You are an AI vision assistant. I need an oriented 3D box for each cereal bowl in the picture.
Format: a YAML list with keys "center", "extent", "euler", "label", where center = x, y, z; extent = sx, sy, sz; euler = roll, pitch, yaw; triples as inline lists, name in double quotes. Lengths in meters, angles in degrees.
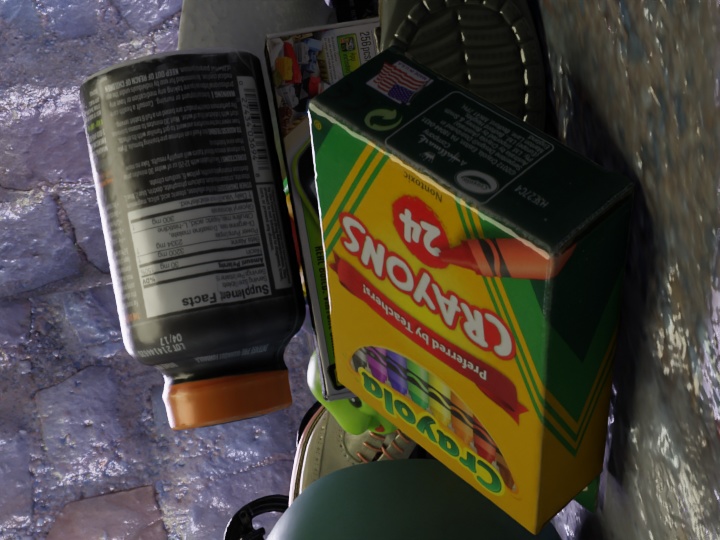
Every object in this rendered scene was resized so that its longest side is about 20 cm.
- center: [-0.061, -0.130, 0.944]
  extent: [0.200, 0.082, 0.202]
  euler: [4, -90, -84]
  label: "cereal bowl"

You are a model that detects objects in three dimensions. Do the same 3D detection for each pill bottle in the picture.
- center: [-0.090, -0.015, 0.795]
  extent: [0.106, 0.105, 0.202]
  euler: [152, 108, -85]
  label: "pill bottle"

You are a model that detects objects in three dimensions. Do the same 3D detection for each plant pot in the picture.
- center: [0.026, 0.189, 0.682]
  extent: [0.201, 0.198, 0.162]
  euler: [88, -177, -56]
  label: "plant pot"

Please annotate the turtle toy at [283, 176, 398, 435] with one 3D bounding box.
- center: [0.000, 0.000, 0.868]
  extent: [0.146, 0.100, 0.202]
  euler: [-44, 58, 61]
  label: "turtle toy"

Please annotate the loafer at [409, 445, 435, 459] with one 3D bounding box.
- center: [0.040, 0.120, 1.063]
  extent: [0.200, 0.062, 0.073]
  euler: [-110, 11, -64]
  label: "loafer"

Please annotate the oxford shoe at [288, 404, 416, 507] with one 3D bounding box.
- center: [0.008, 0.110, 0.977]
  extent: [0.202, 0.070, 0.074]
  euler: [-69, 18, -8]
  label: "oxford shoe"

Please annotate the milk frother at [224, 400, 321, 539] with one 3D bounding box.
- center: [-0.029, 0.241, 1.333]
  extent: [0.189, 0.198, 0.182]
  euler: [86, 168, -52]
  label: "milk frother"

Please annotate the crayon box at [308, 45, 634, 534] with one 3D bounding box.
- center: [0.044, 0.023, 0.590]
  extent: [0.127, 0.051, 0.201]
  euler: [34, 147, 32]
  label: "crayon box"

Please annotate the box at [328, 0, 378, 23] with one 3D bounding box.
- center: [0.014, -0.096, 1.039]
  extent: [0.158, 0.048, 0.202]
  euler: [130, 130, -83]
  label: "box"

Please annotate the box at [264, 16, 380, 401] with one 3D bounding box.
- center: [0.016, -0.037, 0.783]
  extent: [0.035, 0.109, 0.202]
  euler: [131, 129, -83]
  label: "box"

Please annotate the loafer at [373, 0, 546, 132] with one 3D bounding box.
- center: [0.042, -0.117, 0.635]
  extent: [0.070, 0.074, 0.202]
  euler: [-33, -63, -81]
  label: "loafer"
